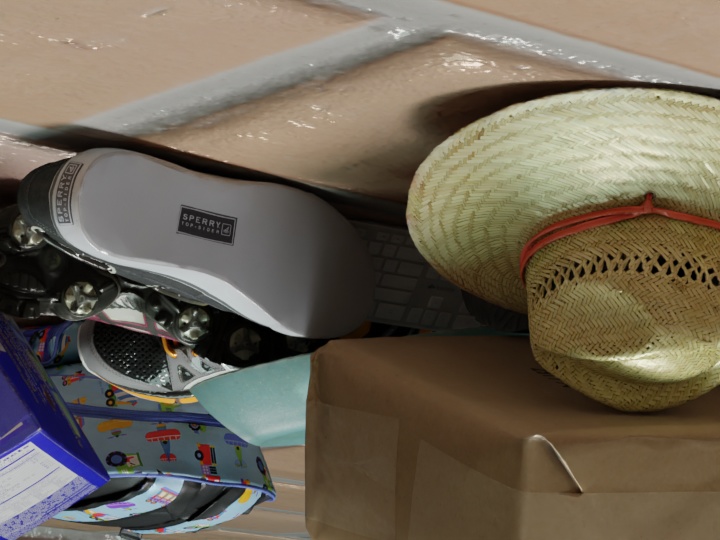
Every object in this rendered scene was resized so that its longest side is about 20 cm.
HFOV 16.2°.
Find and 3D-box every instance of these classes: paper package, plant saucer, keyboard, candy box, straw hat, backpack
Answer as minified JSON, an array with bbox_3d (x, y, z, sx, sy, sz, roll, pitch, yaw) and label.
[{"bbox_3d":[0.100,0.097,1.153,0.190,0.104,0.200,0,-170,-27],"label":"paper package"},{"bbox_3d":[0.012,0.063,1.323,0.199,0.036,0.200,-9,172,-1],"label":"plant saucer"},{"bbox_3d":[0.000,0.000,1.305,0.199,0.056,0.011,9,-157,-26],"label":"keyboard"},{"bbox_3d":[-0.216,0.045,1.296,0.077,0.169,0.200,-33,167,-4],"label":"candy box"},{"bbox_3d":[0.117,0.011,1.068,0.200,0.085,0.201,2,149,1],"label":"straw hat"},{"bbox_3d":[-0.155,0.106,1.679,0.182,0.135,0.200,13,166,-39],"label":"backpack"}]

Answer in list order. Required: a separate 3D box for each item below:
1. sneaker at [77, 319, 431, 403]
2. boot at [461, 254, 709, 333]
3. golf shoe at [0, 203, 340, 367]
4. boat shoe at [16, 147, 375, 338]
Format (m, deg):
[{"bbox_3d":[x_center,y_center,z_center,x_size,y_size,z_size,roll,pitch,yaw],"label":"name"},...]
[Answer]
[{"bbox_3d":[-0.063,0.024,1.402,0.199,0.079,0.077,-9,167,9],"label":"sneaker"},{"bbox_3d":[0.172,0.003,1.243,0.200,0.066,0.165,6,172,-33],"label":"boot"},{"bbox_3d":[-0.105,-0.001,1.323,0.199,0.077,0.088,13,-177,-17],"label":"golf shoe"},{"bbox_3d":[-0.076,-0.017,1.222,0.200,0.069,0.057,22,168,-41],"label":"boat shoe"}]
